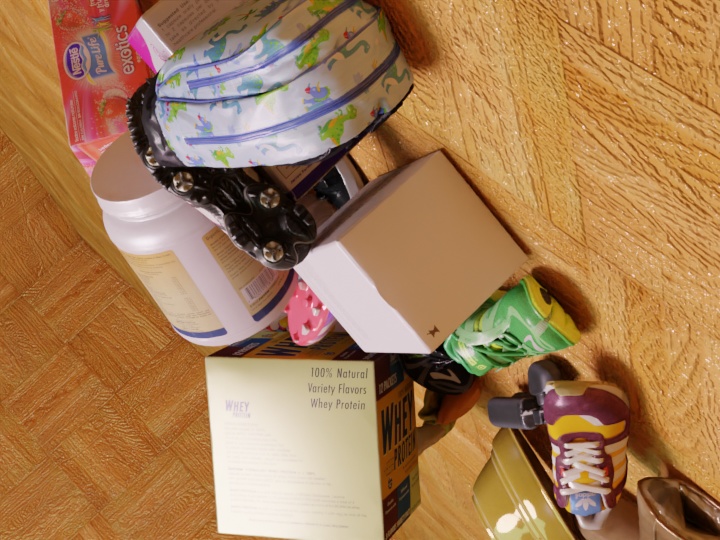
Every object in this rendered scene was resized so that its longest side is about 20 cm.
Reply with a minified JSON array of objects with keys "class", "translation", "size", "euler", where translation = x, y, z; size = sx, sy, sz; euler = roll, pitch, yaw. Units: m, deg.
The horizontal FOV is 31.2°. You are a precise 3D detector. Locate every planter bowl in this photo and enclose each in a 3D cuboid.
[{"class":"planter bowl","translation":[0.179,0.267,1.414],"size":[0.201,0.083,0.200],"euler":[58,-175,-8]}]

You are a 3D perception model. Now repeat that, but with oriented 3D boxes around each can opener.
[{"class":"can opener","translation":[0.174,0.126,1.264],"size":[0.200,0.052,0.067],"euler":[137,125,-75]}]

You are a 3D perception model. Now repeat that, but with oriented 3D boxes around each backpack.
[{"class":"backpack","translation":[-0.055,-0.143,0.955],"size":[0.200,0.163,0.154],"euler":[24,140,44]}]

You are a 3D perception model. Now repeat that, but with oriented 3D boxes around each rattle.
[{"class":"rattle","translation":[0.033,0.114,1.512],"size":[0.200,0.130,0.143],"euler":[51,170,11]}]

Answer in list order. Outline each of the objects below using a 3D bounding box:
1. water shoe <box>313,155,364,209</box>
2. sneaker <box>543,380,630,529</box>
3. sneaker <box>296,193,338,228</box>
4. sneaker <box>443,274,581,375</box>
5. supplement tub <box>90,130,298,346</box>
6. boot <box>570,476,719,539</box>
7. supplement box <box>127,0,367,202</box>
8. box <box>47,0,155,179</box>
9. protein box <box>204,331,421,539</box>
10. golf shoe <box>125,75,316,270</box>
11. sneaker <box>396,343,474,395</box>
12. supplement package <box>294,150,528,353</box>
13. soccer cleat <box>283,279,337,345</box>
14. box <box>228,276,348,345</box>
[{"class":"water shoe","translation":[-0.076,-0.117,1.245],"size":[0.200,0.079,0.071],"euler":[51,167,-17]},{"class":"sneaker","translation":[0.201,0.164,1.128],"size":[0.075,0.090,0.200],"euler":[-1,153,20]},{"class":"sneaker","translation":[0.000,0.000,1.373],"size":[0.115,0.075,0.200],"euler":[34,166,39]},{"class":"sneaker","translation":[0.126,0.058,1.108],"size":[0.074,0.084,0.200],"euler":[48,166,-3]},{"class":"supplement tub","translation":[-0.160,-0.039,1.252],"size":[0.144,0.144,0.200],"euler":[33,158,47]},{"class":"boot","translation":[0.276,0.240,1.232],"size":[0.175,0.066,0.200],"euler":[30,160,26]},{"class":"supplement box","translation":[-0.098,-0.164,1.127],"size":[0.200,0.103,0.101],"euler":[48,167,-12]},{"class":"box","translation":[-0.264,-0.200,1.379],"size":[0.103,0.094,0.201],"euler":[74,-178,-64]},{"class":"protein box","translation":[-0.049,0.178,1.421],"size":[0.135,0.198,0.201],"euler":[-27,-64,-68]},{"class":"golf shoe","translation":[-0.123,-0.075,1.093],"size":[0.200,0.077,0.088],"euler":[48,172,-1]},{"class":"sneaker","translation":[0.079,0.076,1.341],"size":[0.083,0.071,0.200],"euler":[39,164,38]},{"class":"supplement package","translation":[0.035,-0.010,1.118],"size":[0.121,0.120,0.200],"euler":[50,167,-8]},{"class":"soccer cleat","translation":[-0.018,0.014,1.300],"size":[0.200,0.076,0.067],"euler":[-58,45,48]},{"class":"box","translation":[-0.083,0.064,1.507],"size":[0.041,0.155,0.201],"euler":[-29,-76,-67]}]
